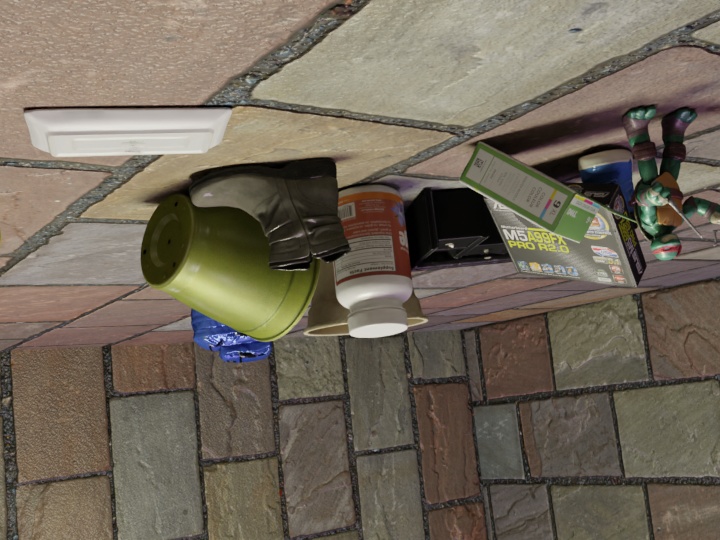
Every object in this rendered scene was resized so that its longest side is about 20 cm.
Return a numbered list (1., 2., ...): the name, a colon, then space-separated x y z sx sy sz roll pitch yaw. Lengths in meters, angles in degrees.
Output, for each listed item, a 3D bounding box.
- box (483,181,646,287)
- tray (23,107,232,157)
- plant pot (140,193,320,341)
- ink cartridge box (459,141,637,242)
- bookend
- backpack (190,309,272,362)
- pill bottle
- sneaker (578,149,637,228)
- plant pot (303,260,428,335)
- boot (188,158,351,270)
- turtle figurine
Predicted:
1. box: 0.293 -0.055 1.289 0.199 0.044 0.161 8 142 41
2. tray: -0.235 -0.138 0.920 0.198 0.022 0.107 -4 172 -16
3. plant pot: -0.190 -0.018 1.244 0.199 0.202 0.192 -14 157 43
4. ink cartridge box: 0.231 -0.085 1.113 0.199 0.060 0.104 33 -168 30
5. bookend: 0.178 -0.066 1.430 0.198 0.093 0.199 -5 171 -10
6. backpack: -0.307 0.135 2.156 0.198 0.169 0.163 -1 164 -7
7. pill bottle: 0.016 -0.011 1.287 0.111 0.202 0.112 -5 165 -1
8. sneaker: 0.357 -0.100 1.278 0.076 0.112 0.200 -9 171 18
9. plant pot: 0.000 0.000 1.432 0.198 0.185 0.201 -6 171 -1
10. boot: -0.115 -0.063 1.124 0.198 0.132 0.068 -7 171 4
11. turtle figurine: 0.366 -0.089 1.065 0.149 0.202 0.100 2 168 -42
